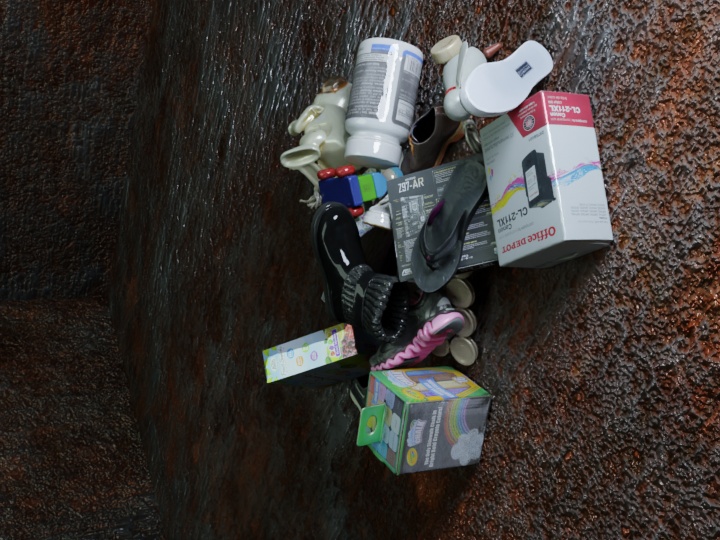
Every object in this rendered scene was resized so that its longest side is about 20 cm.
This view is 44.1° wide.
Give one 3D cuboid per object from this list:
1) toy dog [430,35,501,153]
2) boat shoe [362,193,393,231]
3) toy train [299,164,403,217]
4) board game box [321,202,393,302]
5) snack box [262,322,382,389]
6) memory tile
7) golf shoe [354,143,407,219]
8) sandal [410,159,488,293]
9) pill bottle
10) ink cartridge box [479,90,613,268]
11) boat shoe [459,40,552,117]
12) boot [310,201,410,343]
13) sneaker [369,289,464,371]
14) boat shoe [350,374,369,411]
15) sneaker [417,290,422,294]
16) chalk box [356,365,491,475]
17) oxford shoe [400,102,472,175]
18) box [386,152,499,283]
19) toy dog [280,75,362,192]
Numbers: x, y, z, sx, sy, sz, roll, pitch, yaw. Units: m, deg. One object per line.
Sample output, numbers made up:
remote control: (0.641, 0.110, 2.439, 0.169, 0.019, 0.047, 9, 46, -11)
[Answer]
toy dog: (0.166, -0.279, 1.286, 0.096, 0.132, 0.200, -29, 46, 20)
boat shoe: (0.061, -0.104, 1.440, 0.071, 0.200, 0.070, 19, 105, 19)
toy train: (-0.016, -0.141, 1.535, 0.200, 0.115, 0.085, 4, 108, 63)
board game box: (0.006, -0.032, 1.571, 0.034, 0.134, 0.200, 40, 140, 17)
snack box: (-0.044, 0.152, 1.576, 0.200, 0.168, 0.068, -20, 70, 30)
memory tile: (0.120, 0.045, 1.405, 0.153, 0.017, 0.201, 16, 121, 40)
golf shoe: (0.028, -0.153, 1.595, 0.077, 0.088, 0.201, 54, 136, 51)
sandal: (0.119, -0.066, 1.268, 0.075, 0.048, 0.201, 24, 96, 30)
pill bottle: (0.036, -0.279, 1.506, 0.114, 0.113, 0.201, 2, 80, 63)
ink cartridge box: (0.243, -0.115, 1.179, 0.146, 0.083, 0.201, -27, 66, 59)
boat shoe: (0.186, -0.241, 1.181, 0.074, 0.200, 0.065, 55, 139, 3)
boot: (0.002, 0.000, 1.387, 0.158, 0.079, 0.212, 15, 120, 57)
sneaker: (0.077, 0.092, 1.408, 0.200, 0.079, 0.096, -41, 65, 37)
boat shoe: (0.034, 0.232, 1.613, 0.200, 0.072, 0.068, -138, 50, -58)
sneaker: (0.049, 0.054, 1.536, 0.201, 0.108, 0.068, -11, 81, 62)
chalk box: (0.080, 0.231, 1.379, 0.124, 0.199, 0.125, 34, 120, 59)
oxford shoe: (0.103, -0.214, 1.457, 0.200, 0.073, 0.072, -51, 48, 52)
box: (0.142, -0.077, 1.310, 0.199, 0.043, 0.161, -14, 77, 28)
toy dog: (-0.048, -0.267, 1.646, 0.194, 0.139, 0.201, -30, 40, 36)
